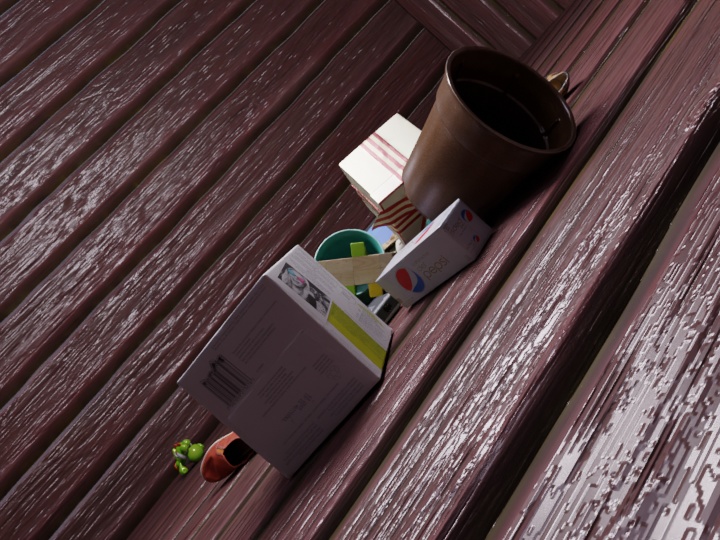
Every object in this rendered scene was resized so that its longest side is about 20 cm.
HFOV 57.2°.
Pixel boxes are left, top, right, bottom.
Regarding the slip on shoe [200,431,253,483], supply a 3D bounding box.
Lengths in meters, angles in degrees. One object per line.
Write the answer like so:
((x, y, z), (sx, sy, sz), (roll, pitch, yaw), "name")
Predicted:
((-0.271, 0.383, 1.369), (0.200, 0.074, 0.061), (-43, 10, 26), "slip on shoe")

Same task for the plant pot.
((0.164, -0.175, 0.944), (0.201, 0.200, 0.199), (-53, -1, -43), "plant pot")

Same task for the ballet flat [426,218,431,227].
((0.184, -0.127, 1.122), (0.200, 0.071, 0.071), (-45, 6, 48), "ballet flat")

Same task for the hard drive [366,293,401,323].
((-0.017, 0.130, 1.140), (0.200, 0.033, 0.140), (-51, 4, -13), "hard drive")

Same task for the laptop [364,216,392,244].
((0.074, -0.090, 1.644), (0.177, 0.103, 0.200), (-48, 4, 26), "laptop")

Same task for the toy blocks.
((0.000, 0.000, 1.260), (0.198, 0.101, 0.137), (-6, 0, 11), "toy blocks")

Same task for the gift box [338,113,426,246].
((0.085, -0.153, 1.283), (0.200, 0.185, 0.187), (-45, 47, 1), "gift box")

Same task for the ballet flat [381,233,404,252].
((0.090, -0.050, 1.497), (0.200, 0.070, 0.066), (135, 146, -52), "ballet flat")

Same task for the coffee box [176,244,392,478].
((-0.096, 0.118, 0.934), (0.200, 0.200, 0.198), (-48, 4, 15), "coffee box")

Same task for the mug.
((-0.024, 0.019, 1.390), (0.186, 0.151, 0.115), (-59, -18, -19), "mug")

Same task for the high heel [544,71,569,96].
((0.293, -0.279, 1.191), (0.200, 0.071, 0.143), (-42, -6, -25), "high heel")

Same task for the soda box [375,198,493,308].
((0.102, -0.018, 0.960), (0.064, 0.068, 0.200), (-52, 5, -33), "soda box")

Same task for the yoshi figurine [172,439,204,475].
((-0.635, 0.696, 2.465), (0.111, 0.113, 0.200), (-9, -31, -22), "yoshi figurine")
